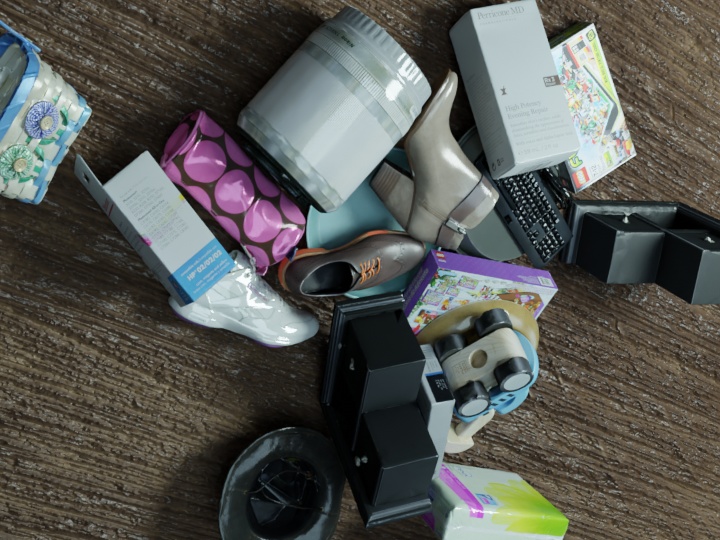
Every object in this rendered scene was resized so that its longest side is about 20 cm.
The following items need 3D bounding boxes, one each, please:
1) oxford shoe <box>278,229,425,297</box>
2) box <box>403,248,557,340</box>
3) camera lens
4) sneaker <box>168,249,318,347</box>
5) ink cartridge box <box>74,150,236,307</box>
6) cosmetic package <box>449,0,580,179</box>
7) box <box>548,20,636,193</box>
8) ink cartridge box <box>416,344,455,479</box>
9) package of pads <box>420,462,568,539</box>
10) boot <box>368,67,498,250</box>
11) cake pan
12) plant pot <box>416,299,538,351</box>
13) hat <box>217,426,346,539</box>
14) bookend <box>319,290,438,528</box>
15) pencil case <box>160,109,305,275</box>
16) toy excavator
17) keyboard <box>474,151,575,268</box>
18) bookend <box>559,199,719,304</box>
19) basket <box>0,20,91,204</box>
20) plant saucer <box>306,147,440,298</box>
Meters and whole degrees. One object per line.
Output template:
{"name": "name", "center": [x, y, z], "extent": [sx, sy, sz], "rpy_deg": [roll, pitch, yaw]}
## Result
{"name": "oxford shoe", "center": [0.000, 0.000, 1.270], "extent": [0.196, 0.072, 0.073], "rpy_deg": [-15, 112, -19]}
{"name": "box", "center": [0.150, 0.047, 1.371], "extent": [0.197, 0.039, 0.138], "rpy_deg": [10, 128, -28]}
{"name": "camera lens", "center": [-0.034, -0.182, 1.186], "extent": [0.200, 0.160, 0.160], "rpy_deg": [-47, 118, -1]}
{"name": "sneaker", "center": [-0.134, 0.034, 1.265], "extent": [0.197, 0.075, 0.101], "rpy_deg": [17, 101, -26]}
{"name": "ink cartridge box", "center": [-0.234, -0.059, 1.148], "extent": [0.068, 0.115, 0.201], "rpy_deg": [-40, 98, -17]}
{"name": "cosmetic package", "center": [0.191, -0.226, 1.264], "extent": [0.100, 0.074, 0.204], "rpy_deg": [-14, 84, -21]}
{"name": "box", "center": [0.296, -0.219, 1.380], "extent": [0.109, 0.035, 0.202], "rpy_deg": [-32, 116, -9]}
{"name": "ink cartridge box", "center": [0.081, 0.204, 1.358], "extent": [0.038, 0.100, 0.202], "rpy_deg": [-7, 135, -17]}
{"name": "package of pads", "center": [0.173, 0.337, 1.449], "extent": [0.197, 0.154, 0.070], "rpy_deg": [13, 100, -24]}
{"name": "boot", "center": [0.109, -0.127, 1.252], "extent": [0.145, 0.071, 0.201], "rpy_deg": [32, 118, -8]}
{"name": "cake pan", "center": [0.192, -0.103, 1.355], "extent": [0.197, 0.037, 0.205], "rpy_deg": [-11, 109, -31]}
{"name": "plant pot", "center": [0.157, 0.122, 1.396], "extent": [0.196, 0.028, 0.203], "rpy_deg": [-10, 134, -11]}
{"name": "hat", "center": [-0.115, 0.295, 1.360], "extent": [0.197, 0.081, 0.205], "rpy_deg": [-7, 105, -27]}
{"name": "bookend", "center": [0.028, 0.173, 1.263], "extent": [0.090, 0.202, 0.201], "rpy_deg": [-9, 139, -18]}
{"name": "pencil case", "center": [-0.154, -0.091, 1.208], "extent": [0.094, 0.090, 0.200], "rpy_deg": [-49, 115, -11]}
{"name": "toy excavator", "center": [0.163, 0.168, 1.365], "extent": [0.192, 0.101, 0.200], "rpy_deg": [-31, 143, 13]}
{"name": "keyboard", "center": [0.231, -0.098, 1.335], "extent": [0.104, 0.039, 0.201], "rpy_deg": [-47, 125, -12]}
{"name": "bookend", "center": [0.413, -0.025, 1.401], "extent": [0.196, 0.199, 0.094], "rpy_deg": [0, 110, -21]}
{"name": "basket", "center": [-0.392, -0.175, 1.052], "extent": [0.198, 0.139, 0.178], "rpy_deg": [28, 96, -37]}
{"name": "plant saucer", "center": [0.018, -0.063, 1.317], "extent": [0.196, 0.036, 0.204], "rpy_deg": [-7, 111, -20]}
